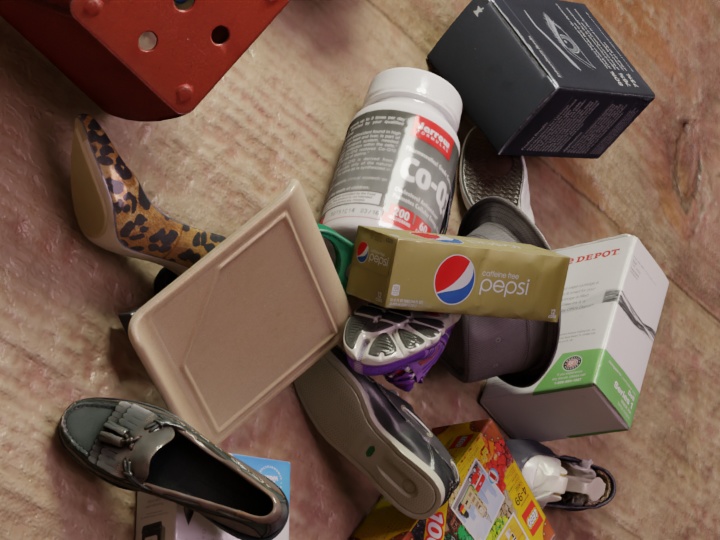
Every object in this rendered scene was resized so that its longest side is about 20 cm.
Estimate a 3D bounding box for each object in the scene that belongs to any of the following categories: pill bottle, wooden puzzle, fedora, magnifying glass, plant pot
[{"bbox_3d":[0.032,-0.090,1.765,0.114,0.114,0.201,40,52,-35],"label":"pill bottle"},{"bbox_3d":[-0.100,0.042,1.549,0.200,0.037,0.185,-44,140,-20],"label":"wooden puzzle"},{"bbox_3d":[0.115,0.034,1.802,0.090,0.200,0.177,-20,52,-25],"label":"fedora"},{"bbox_3d":[0.000,0.000,1.647,0.199,0.022,0.080,2,111,-34],"label":"magnifying glass"},{"bbox_3d":[-0.170,-0.232,1.452,0.200,0.176,0.200,-48,123,-2],"label":"plant pot"}]

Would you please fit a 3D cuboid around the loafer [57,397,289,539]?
[{"bbox_3d":[-0.146,0.150,1.444,0.199,0.063,0.072,25,75,2],"label":"loafer"}]

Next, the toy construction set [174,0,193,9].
[{"bbox_3d":[-0.155,-0.307,1.633,0.131,0.092,0.201,29,70,-42],"label":"toy construction set"}]

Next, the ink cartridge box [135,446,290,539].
[{"bbox_3d":[-0.122,0.254,1.509,0.116,0.068,0.201,12,71,-35],"label":"ink cartridge box"}]

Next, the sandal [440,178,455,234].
[{"bbox_3d":[0.065,-0.052,1.849,0.076,0.043,0.201,42,51,-35],"label":"sandal"}]

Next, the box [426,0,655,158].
[{"bbox_3d":[0.194,-0.207,1.956,0.200,0.104,0.148,-1,51,-49],"label":"box"}]

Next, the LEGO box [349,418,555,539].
[{"bbox_3d":[0.087,0.263,1.760,0.149,0.077,0.200,60,42,-18],"label":"LEGO box"}]

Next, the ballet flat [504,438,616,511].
[{"bbox_3d":[0.200,0.217,1.909,0.200,0.073,0.073,17,67,-46],"label":"ballet flat"}]

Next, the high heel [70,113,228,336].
[{"bbox_3d":[-0.161,-0.055,1.534,0.142,0.071,0.201,-27,110,-31],"label":"high heel"}]

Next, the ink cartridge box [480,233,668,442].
[{"bbox_3d":[0.228,0.072,1.926,0.084,0.146,0.200,48,48,-31],"label":"ink cartridge box"}]

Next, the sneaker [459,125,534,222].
[{"bbox_3d":[0.148,-0.057,1.949,0.085,0.073,0.201,69,11,-72],"label":"sneaker"}]

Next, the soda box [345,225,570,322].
[{"bbox_3d":[0.090,0.004,1.651,0.199,0.068,0.064,5,99,-34],"label":"soda box"}]

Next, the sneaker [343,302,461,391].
[{"bbox_3d":[0.041,0.075,1.670,0.200,0.080,0.084,-15,120,-67],"label":"sneaker"}]

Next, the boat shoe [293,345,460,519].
[{"bbox_3d":[0.012,0.137,1.684,0.200,0.072,0.068,48,38,6],"label":"boat shoe"}]

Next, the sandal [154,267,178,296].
[{"bbox_3d":[-0.096,0.016,1.635,0.200,0.048,0.076,-12,88,-50],"label":"sandal"}]
